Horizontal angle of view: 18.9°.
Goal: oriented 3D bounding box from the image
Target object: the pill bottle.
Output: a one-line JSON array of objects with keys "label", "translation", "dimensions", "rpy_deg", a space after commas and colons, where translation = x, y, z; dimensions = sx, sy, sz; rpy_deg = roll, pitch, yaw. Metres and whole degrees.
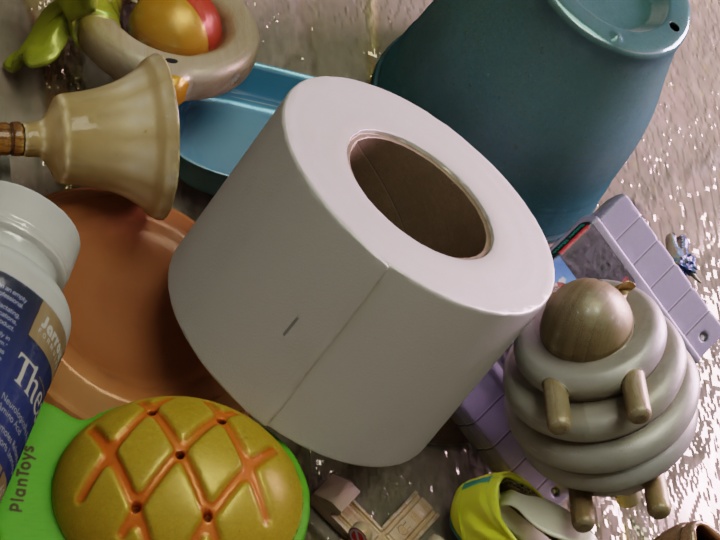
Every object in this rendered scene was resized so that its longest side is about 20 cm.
[{"label": "pill bottle", "translation": [-0.229, 0.051, 1.226], "dimensions": [0.110, 0.111, 0.201], "rpy_deg": [27, 55, -12]}]

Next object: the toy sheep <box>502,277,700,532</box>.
[{"label": "toy sheep", "translation": [0.153, 0.084, 1.368], "dimensions": [0.136, 0.201, 0.139], "rpy_deg": [-7, 42, 6]}]

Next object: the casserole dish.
[{"label": "casserole dish", "translation": [-0.048, -0.084, 1.482], "dimensions": [0.198, 0.039, 0.122], "rpy_deg": [13, 45, -9]}]

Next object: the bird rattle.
[{"label": "bird rattle", "translation": [-0.142, -0.172, 1.471], "dimensions": [0.163, 0.113, 0.200], "rpy_deg": [40, 34, 16]}]

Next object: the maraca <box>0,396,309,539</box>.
[{"label": "maraca", "translation": [-0.128, 0.131, 1.254], "dimensions": [0.198, 0.107, 0.138], "rpy_deg": [7, 49, -3]}]

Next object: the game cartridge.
[{"label": "game cartridge", "translation": [0.146, 0.055, 1.463], "dimensions": [0.200, 0.038, 0.130], "rpy_deg": [-43, 105, -24]}]

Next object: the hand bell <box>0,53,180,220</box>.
[{"label": "hand bell", "translation": [-0.218, -0.079, 1.329], "dimensions": [0.198, 0.104, 0.105], "rpy_deg": [-3, 58, -20]}]

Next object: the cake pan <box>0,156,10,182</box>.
[{"label": "cake pan", "translation": [-0.314, -0.068, 1.327], "dimensions": [0.199, 0.037, 0.202], "rpy_deg": [17, 51, -21]}]

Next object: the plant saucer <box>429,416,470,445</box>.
[{"label": "plant saucer", "translation": [0.040, 0.024, 1.485], "dimensions": [0.198, 0.032, 0.202], "rpy_deg": [16, 51, -20]}]

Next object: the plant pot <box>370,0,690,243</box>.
[{"label": "plant pot", "translation": [0.137, -0.153, 1.567], "dimensions": [0.198, 0.188, 0.202], "rpy_deg": [17, 50, -21]}]

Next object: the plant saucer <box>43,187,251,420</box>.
[{"label": "plant saucer", "translation": [-0.144, 0.027, 1.364], "dimensions": [0.198, 0.038, 0.202], "rpy_deg": [16, 51, -20]}]

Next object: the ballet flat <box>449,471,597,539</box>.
[{"label": "ballet flat", "translation": [0.145, 0.198, 1.392], "dimensions": [0.199, 0.067, 0.067], "rpy_deg": [38, 47, -5]}]

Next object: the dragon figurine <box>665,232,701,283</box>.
[{"label": "dragon figurine", "translation": [0.195, 0.042, 1.548], "dimensions": [0.099, 0.059, 0.201], "rpy_deg": [21, 48, -17]}]

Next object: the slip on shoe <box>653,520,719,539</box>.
[{"label": "slip on shoe", "translation": [0.268, 0.250, 1.438], "dimensions": [0.076, 0.061, 0.200], "rpy_deg": [-28, 75, -42]}]

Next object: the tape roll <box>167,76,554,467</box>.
[{"label": "tape roll", "translation": [0.000, 0.000, 1.327], "dimensions": [0.202, 0.139, 0.203], "rpy_deg": [28, 31, -19]}]

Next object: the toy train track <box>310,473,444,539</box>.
[{"label": "toy train track", "translation": [0.049, 0.202, 1.357], "dimensions": [0.200, 0.033, 0.115], "rpy_deg": [45, 46, 3]}]
